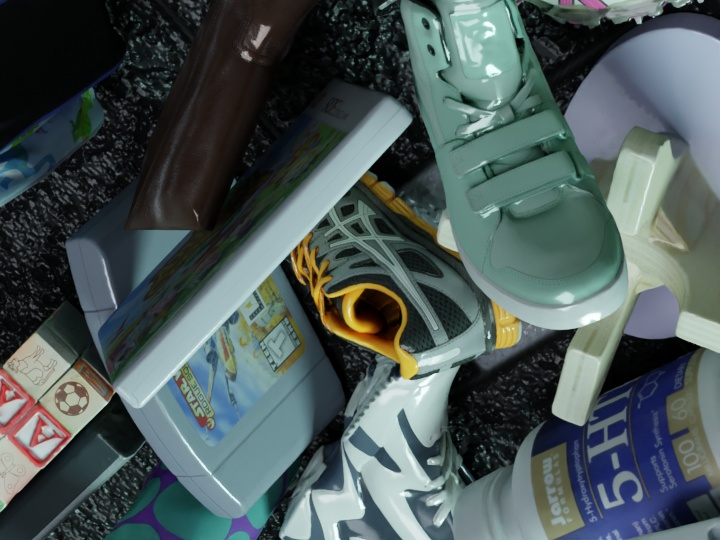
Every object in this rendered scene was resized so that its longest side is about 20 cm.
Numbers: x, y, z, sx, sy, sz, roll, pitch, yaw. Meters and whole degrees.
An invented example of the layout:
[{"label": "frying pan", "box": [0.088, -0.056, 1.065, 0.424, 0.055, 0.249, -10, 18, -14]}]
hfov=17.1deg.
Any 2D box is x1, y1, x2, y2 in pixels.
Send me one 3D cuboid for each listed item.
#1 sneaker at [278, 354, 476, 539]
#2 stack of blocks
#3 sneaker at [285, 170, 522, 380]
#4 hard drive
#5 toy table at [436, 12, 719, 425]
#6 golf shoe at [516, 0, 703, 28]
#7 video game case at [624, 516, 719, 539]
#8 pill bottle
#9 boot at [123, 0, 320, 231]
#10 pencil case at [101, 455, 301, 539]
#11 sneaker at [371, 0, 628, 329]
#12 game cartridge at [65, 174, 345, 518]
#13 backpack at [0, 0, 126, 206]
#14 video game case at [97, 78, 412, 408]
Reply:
[{"label": "sneaker", "box": [0.047, 0.119, 1.441, 0.129, 0.080, 0.200, 27, 120, -7]}, {"label": "stack of blocks", "box": [-0.199, 0.080, 1.460, 0.059, 0.200, 0.115, 44, 97, -5]}, {"label": "sneaker", "box": [0.000, 0.000, 1.350, 0.200, 0.077, 0.079, 28, 139, 44]}, {"label": "hard drive", "box": [-0.172, 0.115, 1.509, 0.033, 0.140, 0.200, 43, 131, -4]}, {"label": "toy table", "box": [0.145, -0.022, 1.259, 0.183, 0.117, 0.201, 12, 128, 21]}, {"label": "golf shoe", "box": [0.101, -0.172, 1.206, 0.199, 0.073, 0.092, 0, 120, 28]}, {"label": "video game case", "box": [0.249, 0.164, 1.288, 0.181, 0.023, 0.200, -16, 152, 14]}, {"label": "pill bottle", "box": [0.155, 0.126, 1.344, 0.200, 0.120, 0.120, -29, 106, 33]}, {"label": "boot", "box": [-0.055, -0.097, 1.231, 0.064, 0.186, 0.201, 26, 93, -17]}, {"label": "pencil case", "box": [-0.113, 0.158, 1.466, 0.092, 0.200, 0.085, 30, 132, 2]}, {"label": "sneaker", "box": [0.063, -0.069, 1.136, 0.073, 0.201, 0.118, -23, 141, -4]}, {"label": "game cartridge", "box": [-0.091, 0.039, 1.416, 0.041, 0.133, 0.201, -8, 118, 40]}, {"label": "backpack", "box": [-0.256, -0.116, 1.365, 0.199, 0.183, 0.148, 9, 125, 29]}, {"label": "video game case", "box": [-0.062, -0.020, 1.261, 0.022, 0.182, 0.200, 43, 89, -11]}]
